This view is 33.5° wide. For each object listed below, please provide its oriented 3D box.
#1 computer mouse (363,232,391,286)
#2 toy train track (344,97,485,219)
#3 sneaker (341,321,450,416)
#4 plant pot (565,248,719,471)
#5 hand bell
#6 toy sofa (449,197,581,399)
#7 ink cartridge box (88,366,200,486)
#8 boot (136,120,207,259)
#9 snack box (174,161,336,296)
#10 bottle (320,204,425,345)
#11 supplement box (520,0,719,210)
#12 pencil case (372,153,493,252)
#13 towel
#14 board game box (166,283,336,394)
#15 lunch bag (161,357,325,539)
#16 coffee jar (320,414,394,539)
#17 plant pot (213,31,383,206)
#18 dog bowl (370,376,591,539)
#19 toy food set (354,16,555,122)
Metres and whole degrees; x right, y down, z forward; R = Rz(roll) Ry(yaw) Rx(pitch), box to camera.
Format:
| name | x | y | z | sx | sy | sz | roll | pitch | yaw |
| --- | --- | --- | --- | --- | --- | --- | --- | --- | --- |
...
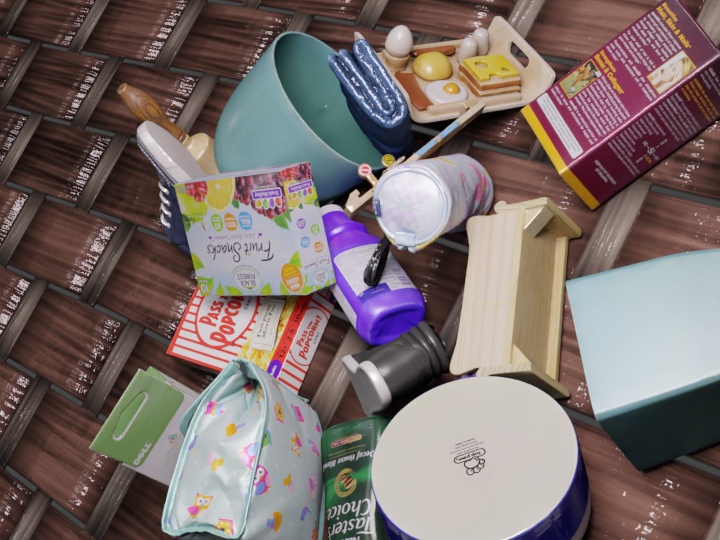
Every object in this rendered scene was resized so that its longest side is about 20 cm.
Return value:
| name | x | y | z | sx | sy | sz | roll | pitch | yaw |
| --- | --- | --- | --- | --- | --- | --- | --- | --- | --- |
| computer mouse | 0.038 | -0.058 | 1.360 | 0.034 | 0.059 | 0.200 | 19 | 46 | 12 |
| toy train track | 0.054 | -0.131 | 1.306 | 0.200 | 0.115 | 0.033 | -39 | 81 | -16 |
| sneaker | 0.041 | 0.103 | 1.270 | 0.099 | 0.200 | 0.071 | -27 | 89 | -11 |
| plant pot | 0.311 | 0.068 | 1.070 | 0.199 | 0.141 | 0.142 | -19 | 55 | 19 |
| hand bell | -0.246 | -0.179 | 1.582 | 0.104 | 0.200 | 0.105 | -26 | 43 | 27 |
| toy sofa | 0.163 | 0.033 | 1.236 | 0.097 | 0.083 | 0.201 | -11 | 60 | 37 |
| ink cartridge box | -0.226 | 0.181 | 1.370 | 0.059 | 0.200 | 0.104 | 30 | 85 | 44 |
| boot | -0.237 | -0.093 | 1.546 | 0.090 | 0.200 | 0.073 | -37 | 16 | 17 |
| snack box | -0.125 | -0.044 | 1.390 | 0.199 | 0.053 | 0.143 | -2 | 105 | 47 |
| bottle | 0.000 | 0.000 | 1.381 | 0.083 | 0.066 | 0.200 | -13 | 44 | -22 |
| supplement box | 0.285 | -0.175 | 1.256 | 0.200 | 0.086 | 0.111 | -37 | 48 | 16 |
| pencil case | 0.082 | -0.075 | 1.281 | 0.083 | 0.200 | 0.091 | -5 | 98 | 21 |
| towel | 0.016 | -0.184 | 1.346 | 0.048 | 0.200 | 0.112 | -34 | 83 | -1 |
| board game box | -0.132 | 0.062 | 1.472 | 0.199 | 0.046 | 0.152 | 11 | 73 | 41 |
| lunch bag | -0.112 | 0.210 | 1.286 | 0.121 | 0.170 | 0.201 | -5 | 62 | 27 |
| coffee jar | 0.011 | 0.256 | 1.224 | 0.104 | 0.085 | 0.201 | -20 | 55 | 28 |
| plant pot | -0.084 | -0.162 | 1.467 | 0.161 | 0.200 | 0.202 | -38 | 47 | 30 |
| dog bowl | 0.112 | 0.198 | 1.122 | 0.198 | 0.079 | 0.201 | -11 | 42 | 10 |
| toy food set | 0.108 | -0.245 | 1.386 | 0.199 | 0.061 | 0.144 | -12 | 44 | -22 |
